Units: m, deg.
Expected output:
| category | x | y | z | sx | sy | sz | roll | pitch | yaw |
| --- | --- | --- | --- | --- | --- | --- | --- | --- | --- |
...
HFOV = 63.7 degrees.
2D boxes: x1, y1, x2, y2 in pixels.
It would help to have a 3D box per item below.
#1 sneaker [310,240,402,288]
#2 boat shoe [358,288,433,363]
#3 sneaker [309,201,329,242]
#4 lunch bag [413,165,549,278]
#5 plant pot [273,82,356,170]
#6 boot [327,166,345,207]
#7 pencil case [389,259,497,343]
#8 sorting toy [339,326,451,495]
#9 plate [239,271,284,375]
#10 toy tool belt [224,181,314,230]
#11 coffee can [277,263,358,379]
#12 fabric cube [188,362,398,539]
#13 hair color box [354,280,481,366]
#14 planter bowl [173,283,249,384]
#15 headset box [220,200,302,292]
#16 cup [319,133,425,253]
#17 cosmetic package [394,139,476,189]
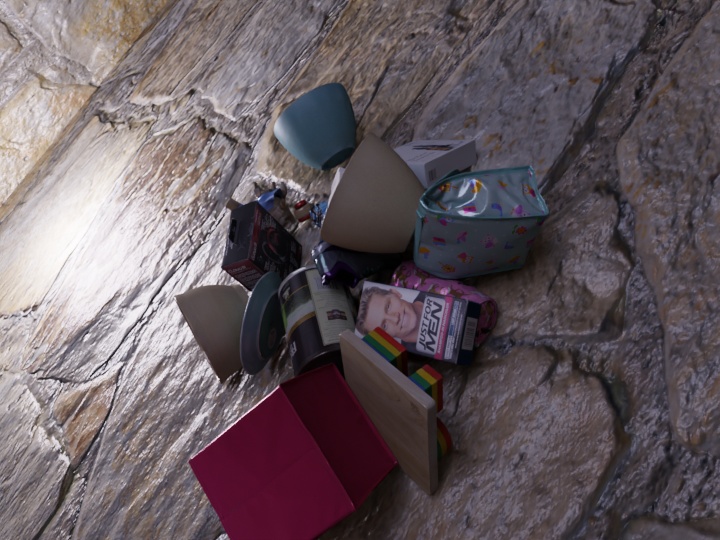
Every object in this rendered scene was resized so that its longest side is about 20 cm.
| category | x | y | z | sx | sy | sz | roll | pitch | yaw |
| --- | --- | --- | --- | --- | --- | --- | --- | --- | --- |
| sneaker | 0.000 | 0.000 | 1.089 | 0.075 | 0.196 | 0.089 | -51 | 47 | 45 |
| boat shoe | 0.061 | 0.095 | 1.041 | 0.076 | 0.074 | 0.199 | -51 | 46 | -6 |
| sneaker | -0.069 | -0.093 | 1.192 | 0.201 | 0.088 | 0.080 | -82 | 16 | -71 |
| lunch bag | 0.182 | -0.076 | 0.954 | 0.195 | 0.172 | 0.124 | -6 | 59 | -4 |
| plant pot | -0.086 | -0.318 | 1.360 | 0.198 | 0.200 | 0.136 | -34 | 83 | 11 |
| boot | -0.014 | -0.160 | 1.199 | 0.201 | 0.089 | 0.074 | -87 | 20 | -64 |
| pencil case | 0.141 | 0.050 | 1.012 | 0.199 | 0.085 | 0.085 | 30 | 112 | 43 |
| sorting toy | 0.061 | 0.206 | 0.901 | 0.069 | 0.202 | 0.199 | -28 | 42 | -28 |
| plate | -0.180 | 0.104 | 1.131 | 0.025 | 0.201 | 0.204 | 9 | 64 | 13 |
| toy tool belt | -0.212 | -0.143 | 1.331 | 0.197 | 0.125 | 0.125 | -23 | 16 | 21 |
| coffee can | -0.067 | 0.111 | 1.071 | 0.145 | 0.146 | 0.202 | -31 | 47 | 13 |
| fabric cube | -0.094 | 0.292 | 0.877 | 0.198 | 0.196 | 0.202 | -39 | 76 | 16 |
| hair color box | 0.089 | 0.084 | 0.943 | 0.197 | 0.060 | 0.103 | 9 | 85 | 36 |
| planter bowl | -0.282 | 0.111 | 1.206 | 0.133 | 0.203 | 0.200 | -29 | 43 | -19 |
| headset box | -0.210 | -0.036 | 1.229 | 0.074 | 0.200 | 0.152 | -15 | 54 | 24 |
| cup | 0.036 | -0.110 | 1.002 | 0.141 | 0.201 | 0.203 | 28 | 76 | 4 |
| cosmetic package | 0.119 | -0.214 | 1.147 | 0.148 | 0.053 | 0.199 | 6 | 26 | 38 |
